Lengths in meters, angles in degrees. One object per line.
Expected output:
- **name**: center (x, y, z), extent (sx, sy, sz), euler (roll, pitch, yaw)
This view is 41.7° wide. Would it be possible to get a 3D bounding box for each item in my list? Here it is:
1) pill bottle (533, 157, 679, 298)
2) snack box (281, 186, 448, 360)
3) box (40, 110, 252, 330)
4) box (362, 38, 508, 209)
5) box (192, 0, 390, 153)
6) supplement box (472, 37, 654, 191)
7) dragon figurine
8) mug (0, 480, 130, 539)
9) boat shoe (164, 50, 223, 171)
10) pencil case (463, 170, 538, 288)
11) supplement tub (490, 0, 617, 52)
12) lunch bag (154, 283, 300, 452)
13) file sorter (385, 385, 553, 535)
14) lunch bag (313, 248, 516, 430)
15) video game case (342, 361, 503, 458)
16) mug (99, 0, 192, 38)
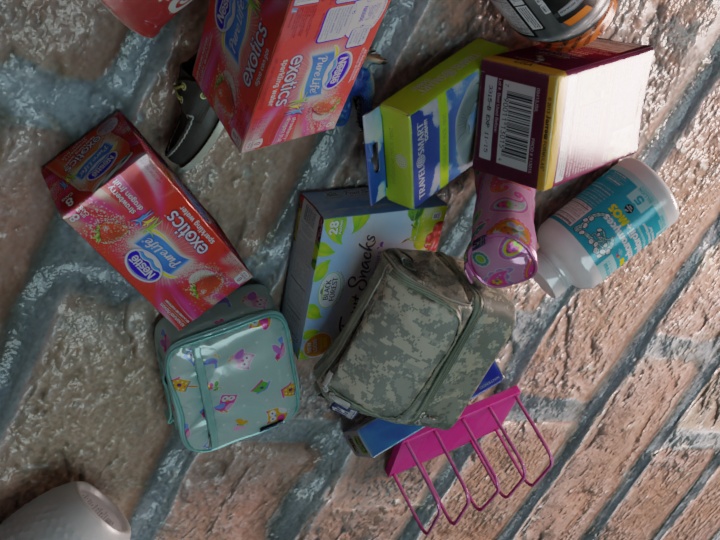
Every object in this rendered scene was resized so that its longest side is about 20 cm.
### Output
- **pill bottle**: center (0.315, -0.051, 1.265), extent (0.200, 0.111, 0.111), euler (-39, 135, -1)
- **snack box**: center (0.000, 0.000, 1.132), extent (0.168, 0.068, 0.200), euler (-7, 126, -29)
- **box**: center (-0.209, -0.045, 0.944), extent (0.100, 0.095, 0.200), euler (-37, 135, -2)
- **box**: center (0.087, -0.158, 1.036), extent (0.200, 0.048, 0.122), euler (-38, 140, -33)
- **box**: center (-0.054, -0.200, 0.757), extent (0.103, 0.095, 0.200), euler (-20, 157, -30)
- **supplement box**: center (0.228, -0.184, 1.064), extent (0.200, 0.103, 0.131), euler (-22, 124, -41)
- **dragon figurine**: center (-0.036, -0.185, 0.972), extent (0.200, 0.059, 0.100), euler (0, 123, -34)
- **mug**: center (-0.360, 0.347, 1.133), extent (0.175, 0.148, 0.200), euler (-45, 165, -4)
- **boat shoe**: center (-0.142, -0.185, 0.895), extent (0.061, 0.072, 0.201), euler (22, 119, -27)
- **pencil case**: center (0.164, -0.067, 1.096), extent (0.087, 0.200, 0.088), euler (6, 133, 7)
- **supplement tub**: center (0.177, -0.318, 0.961), extent (0.123, 0.123, 0.200), euler (-48, 136, 8)
- **lunch bag**: center (-0.159, 0.124, 1.119), extent (0.160, 0.077, 0.200), euler (-20, 132, -19)
- **file sorter**: center (0.160, 0.284, 1.387), extent (0.200, 0.126, 0.139), euler (-20, 153, -19)
- **lunch bag**: center (0.054, 0.077, 1.090), extent (0.168, 0.139, 0.200), euler (16, 115, -30)
- **video game case**: center (0.079, 0.184, 1.268), extent (0.200, 0.045, 0.181), euler (-29, 175, -11)
- **mug**: center (-0.129, -0.305, 0.762), extent (0.200, 0.178, 0.133), euler (-33, 110, 13)
